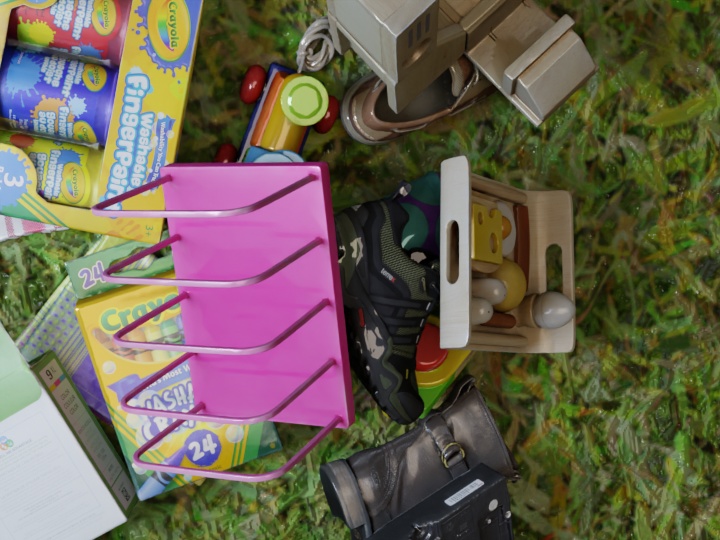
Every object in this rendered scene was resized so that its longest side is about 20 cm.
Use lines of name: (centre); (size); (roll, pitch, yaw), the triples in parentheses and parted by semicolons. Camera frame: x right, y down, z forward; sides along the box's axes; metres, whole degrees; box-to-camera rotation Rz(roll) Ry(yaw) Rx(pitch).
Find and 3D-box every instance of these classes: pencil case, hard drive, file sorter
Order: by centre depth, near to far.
file sorter: (-0.100, 0.035, 0.841); (0.138, 0.125, 0.202); (2, 108, 25)
pencil case: (0.000, 0.000, 0.992); (0.199, 0.085, 0.093); (-29, 138, -9)
hard drive: (0.076, 0.283, 1.016); (0.139, 0.038, 0.202); (-28, 121, -28)

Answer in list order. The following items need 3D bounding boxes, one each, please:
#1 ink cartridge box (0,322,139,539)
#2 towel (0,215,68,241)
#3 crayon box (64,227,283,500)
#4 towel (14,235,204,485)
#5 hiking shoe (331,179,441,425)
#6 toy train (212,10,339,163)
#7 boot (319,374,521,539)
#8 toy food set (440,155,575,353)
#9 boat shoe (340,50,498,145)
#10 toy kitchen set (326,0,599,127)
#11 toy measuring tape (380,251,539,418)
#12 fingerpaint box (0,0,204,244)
ink cartridge box: (-0.276, 0.134, 0.957); (0.103, 0.059, 0.201); (-28, 101, 8)
towel: (-0.262, -0.104, 0.962); (0.198, 0.030, 0.148); (-13, 97, -9)
crayon box: (-0.154, 0.071, 0.968); (0.125, 0.052, 0.202); (-19, 98, -9)
towel: (-0.175, 0.074, 1.001); (0.200, 0.023, 0.144); (40, 88, -13)
hiking shoe: (0.033, 0.032, 0.926); (0.100, 0.076, 0.201); (-25, 121, -10)
toy train: (-0.051, -0.143, 0.955); (0.084, 0.116, 0.202); (20, 92, -13)
boot: (0.068, 0.213, 1.045); (0.173, 0.069, 0.202); (-23, 107, -16)
toy food set: (0.126, -0.007, 0.956); (0.060, 0.199, 0.145); (-3, 83, 32)
boat shoe: (0.078, -0.166, 0.998); (0.199, 0.072, 0.076); (-34, 102, -12)
toy kitchen set: (0.101, -0.204, 0.871); (0.200, 0.180, 0.163); (-43, 81, -4)
toy measuring tape: (0.077, 0.046, 1.033); (0.074, 0.073, 0.200); (44, 72, -12)
fingerpaint box: (-0.219, -0.134, 0.918); (0.165, 0.073, 0.202); (11, 91, -10)
